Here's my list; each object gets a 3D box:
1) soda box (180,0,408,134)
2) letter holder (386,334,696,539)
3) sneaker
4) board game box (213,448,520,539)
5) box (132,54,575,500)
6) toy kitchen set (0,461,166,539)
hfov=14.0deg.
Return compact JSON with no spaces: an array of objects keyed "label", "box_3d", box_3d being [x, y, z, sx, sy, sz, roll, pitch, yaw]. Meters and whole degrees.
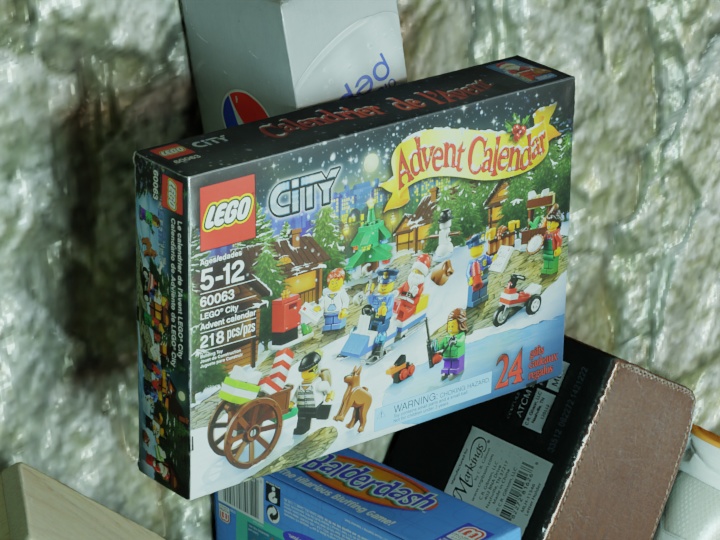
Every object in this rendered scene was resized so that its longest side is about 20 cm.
[{"label":"soda box","box_3d":[-0.018,-0.040,1.230,0.063,0.068,0.200,-31,125,-34]},{"label":"letter holder","box_3d":[0.083,0.134,1.383,0.142,0.101,0.200,23,89,-50]},{"label":"sneaker","box_3d":[0.162,0.137,1.450,0.092,0.076,0.200,-60,164,-9]},{"label":"board game box","box_3d":[0.002,0.181,1.281,0.045,0.152,0.200,-21,121,-39]},{"label":"box","box_3d":[0.000,0.000,1.188,0.200,0.038,0.137,-17,119,-36]},{"label":"toy kitchen set","box_3d":[-0.127,0.224,1.172,0.163,0.200,0.180,-30,141,21]}]
